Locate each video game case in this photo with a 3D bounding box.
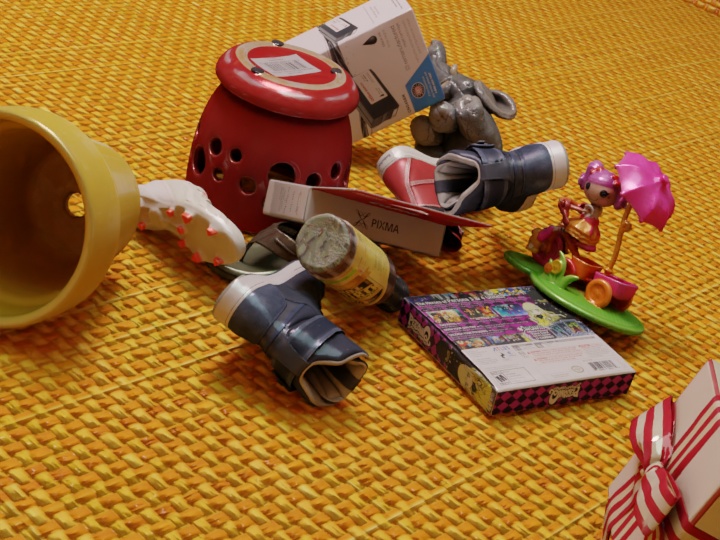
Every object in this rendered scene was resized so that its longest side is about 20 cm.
[{"bbox_3d":[0.168,0.081,1.392,0.198,0.036,0.181,-4,33,-35],"label":"video game case"}]

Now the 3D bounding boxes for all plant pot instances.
[{"bbox_3d":[-0.309,-0.058,1.250,0.198,0.204,0.189,21,11,11],"label":"plant pot"},{"bbox_3d":[-0.099,-0.162,1.549,0.197,0.185,0.201,13,29,-7],"label":"plant pot"}]

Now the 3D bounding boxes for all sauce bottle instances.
[{"bbox_3d":[0.000,0.000,1.338,0.064,0.065,0.200,32,-1,29],"label":"sauce bottle"}]

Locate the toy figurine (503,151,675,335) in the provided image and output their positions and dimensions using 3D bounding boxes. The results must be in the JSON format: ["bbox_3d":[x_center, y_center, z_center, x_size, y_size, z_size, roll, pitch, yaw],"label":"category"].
[{"bbox_3d":[0.284,-0.054,1.510,0.199,0.186,0.149,35,17,37],"label":"toy figurine"}]

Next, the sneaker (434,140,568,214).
[{"bbox_3d":[0.148,-0.106,1.556,0.144,0.078,0.202,-12,-6,-13],"label":"sneaker"}]

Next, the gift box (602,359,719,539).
[{"bbox_3d":[0.299,0.217,1.059,0.185,0.201,0.185,29,22,-7],"label":"gift box"}]

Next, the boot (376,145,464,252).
[{"bbox_3d":[0.120,-0.075,1.643,0.198,0.073,0.145,7,46,-44],"label":"boot"}]

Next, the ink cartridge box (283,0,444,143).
[{"bbox_3d":[-0.006,-0.261,1.730,0.198,0.146,0.085,-26,34,0],"label":"ink cartridge box"}]

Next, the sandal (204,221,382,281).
[{"bbox_3d":[-0.074,-0.027,1.422,0.198,0.058,0.080,-4,28,-7],"label":"sandal"}]

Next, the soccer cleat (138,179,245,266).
[{"bbox_3d":[-0.184,-0.062,1.404,0.077,0.070,0.199,-32,37,-34],"label":"soccer cleat"}]

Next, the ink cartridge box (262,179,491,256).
[{"bbox_3d":[0.017,-0.056,1.443,0.198,0.045,0.175,13,0,-35],"label":"ink cartridge box"}]

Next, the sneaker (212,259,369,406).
[{"bbox_3d":[-0.047,0.063,1.279,0.146,0.077,0.202,37,18,13],"label":"sneaker"}]

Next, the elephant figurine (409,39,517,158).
[{"bbox_3d":[0.152,-0.225,1.839,0.139,0.157,0.201,-1,32,18],"label":"elephant figurine"}]
